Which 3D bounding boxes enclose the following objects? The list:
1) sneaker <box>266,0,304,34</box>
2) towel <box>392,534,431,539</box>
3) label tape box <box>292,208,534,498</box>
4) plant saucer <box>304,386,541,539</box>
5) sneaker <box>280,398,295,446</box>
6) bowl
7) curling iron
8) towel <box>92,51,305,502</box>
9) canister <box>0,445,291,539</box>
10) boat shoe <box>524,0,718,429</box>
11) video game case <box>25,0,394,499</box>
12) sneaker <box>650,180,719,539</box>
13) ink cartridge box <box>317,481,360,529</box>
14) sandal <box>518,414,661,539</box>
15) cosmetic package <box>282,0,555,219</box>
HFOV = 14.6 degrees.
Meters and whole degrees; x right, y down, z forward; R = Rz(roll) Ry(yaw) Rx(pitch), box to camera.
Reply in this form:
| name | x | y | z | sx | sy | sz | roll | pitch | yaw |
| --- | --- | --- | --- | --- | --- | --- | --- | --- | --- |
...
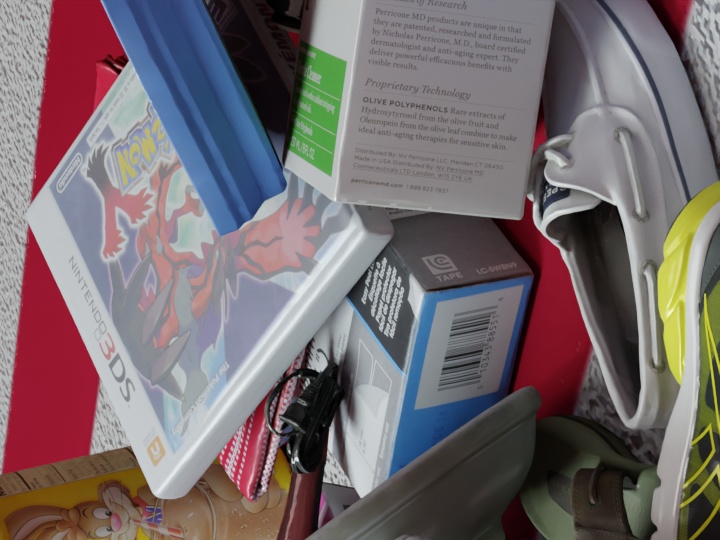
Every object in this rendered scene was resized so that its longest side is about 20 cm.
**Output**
| name | x | y | z | sx | sy | sz | roll | pitch | yaw |
| --- | --- | --- | --- | --- | --- | --- | --- | --- | --- |
| sneaker | 0.004 | -0.114 | 1.263 | 0.200 | 0.087 | 0.076 | 54 | 144 | 40 |
| towel | 0.099 | 0.185 | 1.066 | 0.086 | 0.200 | 0.165 | -62 | 21 | -11 |
| label tape box | 0.000 | 0.000 | 1.347 | 0.200 | 0.063 | 0.145 | 54 | 145 | 42 |
| plant saucer | 0.007 | 0.126 | 1.203 | 0.050 | 0.200 | 0.200 | 53 | 151 | 5 |
| sneaker | -0.074 | 0.001 | 1.486 | 0.074 | 0.082 | 0.201 | 21 | 120 | 59 |
| bowl | -0.087 | -0.112 | 1.210 | 0.201 | 0.039 | 0.201 | 64 | 179 | 2 |
| curling iron | -0.038 | 0.139 | 1.320 | 0.025 | 0.050 | 0.201 | 16 | 103 | 28 |
| towel | -0.089 | 0.000 | 1.406 | 0.200 | 0.022 | 0.145 | 51 | 140 | 37 |
| canister | -0.139 | 0.168 | 1.555 | 0.087 | 0.199 | 0.149 | 42 | 137 | 53 |
| boat shoe | 0.100 | -0.033 | 1.115 | 0.201 | 0.065 | 0.074 | 69 | 154 | 20 |
| video game case | -0.078 | -0.023 | 1.336 | 0.200 | 0.023 | 0.183 | -51 | 53 | 34 |
| sneaker | 0.155 | 0.069 | 1.031 | 0.085 | 0.074 | 0.201 | 13 | 114 | 59 |
| ink cartridge box | 0.001 | 0.192 | 1.298 | 0.095 | 0.037 | 0.200 | -67 | 28 | 22 |
| sandal | 0.105 | 0.112 | 1.172 | 0.201 | 0.057 | 0.080 | -163 | 68 | -65 |
| cosmetic package | 0.030 | -0.129 | 1.134 | 0.108 | 0.084 | 0.201 | -146 | 62 | -74 |
